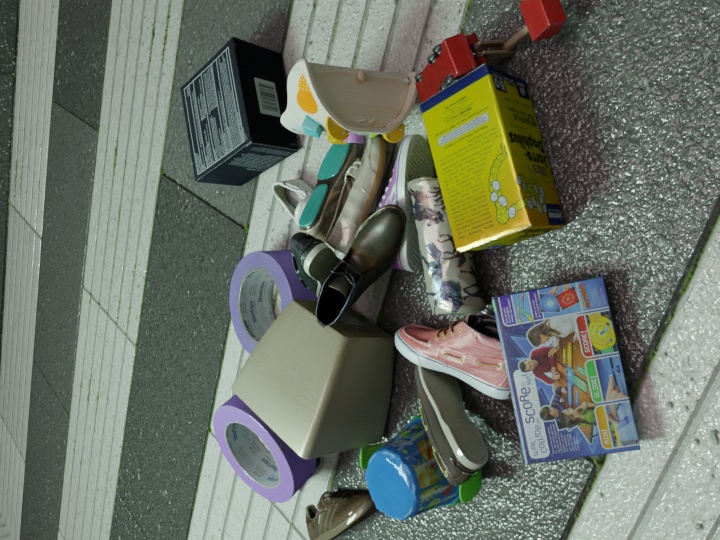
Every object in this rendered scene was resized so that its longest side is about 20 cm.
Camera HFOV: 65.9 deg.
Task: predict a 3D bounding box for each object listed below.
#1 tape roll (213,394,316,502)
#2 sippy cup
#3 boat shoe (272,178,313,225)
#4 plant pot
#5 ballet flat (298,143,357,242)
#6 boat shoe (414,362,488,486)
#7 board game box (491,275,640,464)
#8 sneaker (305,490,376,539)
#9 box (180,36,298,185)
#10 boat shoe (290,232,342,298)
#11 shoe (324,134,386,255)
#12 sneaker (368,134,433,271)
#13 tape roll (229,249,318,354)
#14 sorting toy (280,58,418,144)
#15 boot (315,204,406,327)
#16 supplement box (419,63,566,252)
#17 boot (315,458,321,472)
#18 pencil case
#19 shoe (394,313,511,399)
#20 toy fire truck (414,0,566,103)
[{"bbox_3d":[-0.172,0.308,0.987,0.197,0.065,0.204,22,127,31],"label":"tape roll"},{"bbox_3d":[0.080,0.296,0.821,0.178,0.129,0.141,-45,65,35],"label":"sippy cup"},{"bbox_3d":[-0.089,-0.099,0.986,0.199,0.069,0.072,38,116,33],"label":"boat shoe"},{"bbox_3d":[-0.057,0.158,0.906,0.198,0.198,0.181,29,103,37],"label":"plant pot"},{"bbox_3d":[-0.044,-0.135,0.931,0.067,0.067,0.203,5,63,44],"label":"ballet flat"},{"bbox_3d":[0.115,0.202,0.789,0.060,0.070,0.202,-60,33,30],"label":"boat shoe"},{"bbox_3d":[0.245,0.120,0.674,0.132,0.034,0.205,-11,84,12],"label":"board game box"},{"bbox_3d":[-0.043,0.427,0.989,0.200,0.070,0.076,-48,62,34],"label":"sneaker"},{"bbox_3d":[-0.237,-0.295,1.071,0.196,0.122,0.205,-18,80,41],"label":"box"},{"bbox_3d":[-0.074,-0.007,0.910,0.066,0.200,0.075,37,85,18],"label":"boat shoe"},{"bbox_3d":[-0.005,-0.125,0.872,0.070,0.052,0.204,165,122,-73],"label":"shoe"},{"bbox_3d":[0.047,-0.107,0.859,0.113,0.072,0.206,15,104,44],"label":"sneaker"},{"bbox_3d":[-0.161,0.064,1.058,0.197,0.084,0.205,4,95,43],"label":"tape roll"},{"bbox_3d":[-0.035,-0.240,0.857,0.179,0.196,0.110,2,97,58],"label":"sorting toy"},{"bbox_3d":[0.000,0.000,0.806,0.074,0.097,0.201,33,120,-2],"label":"boot"},{"bbox_3d":[0.170,-0.137,0.715,0.108,0.108,0.205,-20,81,42],"label":"supplement box"},{"bbox_3d":[-0.172,0.340,1.104,0.202,0.072,0.145,55,128,21],"label":"boot"},{"bbox_3d":[0.122,-0.032,0.780,0.076,0.089,0.205,-11,90,32],"label":"pencil case"},{"bbox_3d":[0.136,0.097,0.784,0.197,0.071,0.093,22,121,34],"label":"shoe"},{"bbox_3d":[0.157,-0.279,0.718,0.200,0.138,0.050,163,83,-81],"label":"toy fire truck"}]
